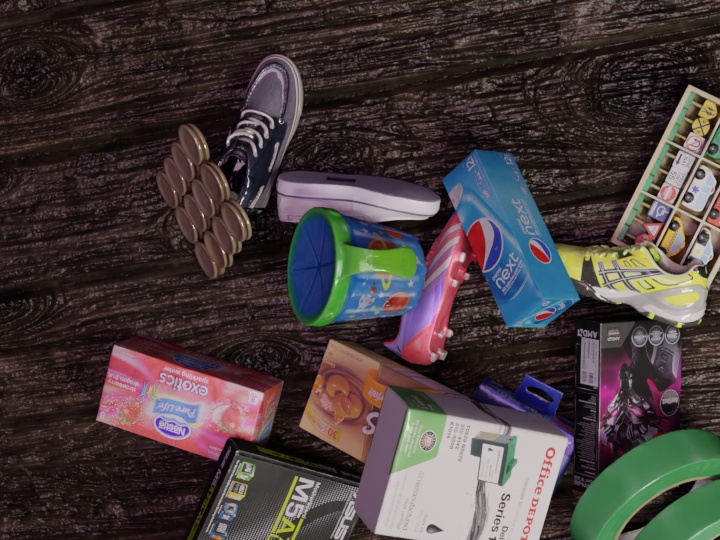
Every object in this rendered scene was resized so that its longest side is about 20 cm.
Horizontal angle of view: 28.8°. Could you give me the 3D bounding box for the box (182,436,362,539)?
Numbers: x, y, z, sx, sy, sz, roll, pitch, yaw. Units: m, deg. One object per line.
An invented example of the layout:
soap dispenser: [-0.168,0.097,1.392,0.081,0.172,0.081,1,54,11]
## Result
box: [-0.109,0.315,1.674,0.192,0.048,0.201,21,99,-27]

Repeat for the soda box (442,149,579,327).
soda box: [0.169,-0.037,1.588,0.064,0.068,0.201,-42,59,38]

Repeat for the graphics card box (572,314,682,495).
graphics card box: [0.304,0.153,1.593,0.125,0.051,0.202,-1,93,-29]

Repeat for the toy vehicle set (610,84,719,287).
toy vehicle set: [0.385,-0.095,1.603,0.124,0.027,0.201,26,99,9]

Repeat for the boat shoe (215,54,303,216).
boat shoe: [-0.124,-0.161,1.673,0.074,0.093,0.201,14,97,11]

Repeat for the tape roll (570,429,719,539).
tape roll: [0.330,0.263,1.553,0.200,0.200,0.048,-43,48,11]

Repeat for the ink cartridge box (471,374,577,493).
ink cartridge box: [0.172,0.218,1.647,0.136,0.076,0.201,27,97,9]

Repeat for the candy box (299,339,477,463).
candy box: [0.032,0.170,1.643,0.199,0.055,0.116,24,98,34]

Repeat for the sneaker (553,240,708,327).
sneaker: [0.300,-0.003,1.593,0.199,0.075,0.077,17,113,14]

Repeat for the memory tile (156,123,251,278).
memory tile: [-0.186,-0.079,1.656,0.017,0.200,0.154,-27,84,-24]

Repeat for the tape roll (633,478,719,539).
tape roll: [0.383,0.311,1.549,0.200,0.200,0.048,-42,47,11]

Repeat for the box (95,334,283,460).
box: [-0.208,0.159,1.712,0.199,0.095,0.103,17,99,10]

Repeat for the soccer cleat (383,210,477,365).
soccer cleat: [0.086,0.013,1.658,0.076,0.067,0.201,18,98,22]

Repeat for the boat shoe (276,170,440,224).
boat shoe: [-0.003,-0.075,1.672,0.199,0.074,0.066,9,111,15]

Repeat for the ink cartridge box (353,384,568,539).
ink cartridge box: [0.111,0.221,1.533,0.199,0.084,0.147,12,99,-20]

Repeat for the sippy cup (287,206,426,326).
sippy cup: [0.000,0.000,1.617,0.130,0.178,0.140,5,118,-28]
